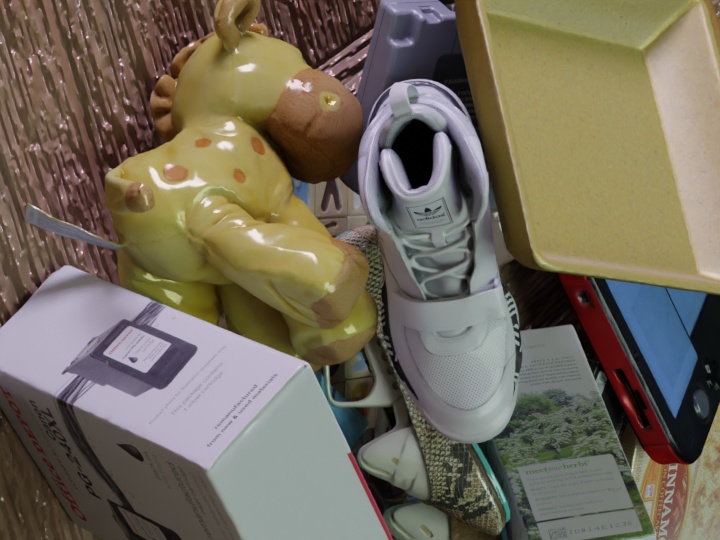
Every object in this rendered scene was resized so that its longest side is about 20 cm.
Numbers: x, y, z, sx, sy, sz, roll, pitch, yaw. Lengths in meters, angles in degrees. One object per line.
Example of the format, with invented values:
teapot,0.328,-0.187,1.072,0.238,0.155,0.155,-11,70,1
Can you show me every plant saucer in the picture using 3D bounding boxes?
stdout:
plant saucer,0.132,-0.075,1.412,0.199,0.048,0.201,8,63,-41

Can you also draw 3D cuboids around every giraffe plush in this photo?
giraffe plush,-0.065,-0.056,1.408,0.199,0.172,0.163,29,65,-15

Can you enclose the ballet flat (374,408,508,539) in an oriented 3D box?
ballet flat,0.045,0.122,1.558,0.072,0.068,0.201,-4,79,-19

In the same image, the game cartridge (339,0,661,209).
game cartridge,0.081,-0.100,1.485,0.199,0.042,0.134,-6,128,-34

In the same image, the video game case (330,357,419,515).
video game case,-0.012,0.163,1.611,0.200,0.025,0.182,41,70,-48

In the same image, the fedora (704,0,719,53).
fedora,0.205,-0.125,1.695,0.081,0.201,0.201,-19,126,4

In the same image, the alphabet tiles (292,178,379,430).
alphabet tiles,0.000,0.000,1.561,0.166,0.006,0.202,-5,98,-54

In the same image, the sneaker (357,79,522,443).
sneaker,0.039,-0.006,1.344,0.115,0.075,0.201,16,64,-85

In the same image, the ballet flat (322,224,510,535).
ballet flat,0.018,0.073,1.503,0.075,0.068,0.201,-20,84,-18

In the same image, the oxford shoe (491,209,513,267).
oxford shoe,0.099,-0.044,1.625,0.200,0.073,0.072,-48,133,-37

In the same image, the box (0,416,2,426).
box,-0.278,0.146,1.278,0.199,0.043,0.161,1,101,-50

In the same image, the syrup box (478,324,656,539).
syrup box,0.118,0.129,1.590,0.078,0.201,0.082,-7,129,-9

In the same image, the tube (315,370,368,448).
tube,-0.071,0.149,1.495,0.200,0.050,0.077,-54,136,-12

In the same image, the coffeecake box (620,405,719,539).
coffeecake box,0.220,0.160,1.846,0.199,0.073,0.155,-2,102,-50

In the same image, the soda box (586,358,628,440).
soda box,0.115,0.155,1.721,0.063,0.070,0.201,31,78,-50

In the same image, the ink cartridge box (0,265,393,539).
ink cartridge box,-0.096,0.095,1.357,0.083,0.199,0.146,-46,133,-24

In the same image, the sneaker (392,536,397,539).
sneaker,0.004,0.208,1.561,0.199,0.082,0.078,-21,118,-44

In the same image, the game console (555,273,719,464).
game console,0.201,0.015,1.740,0.201,0.031,0.177,62,37,-22
